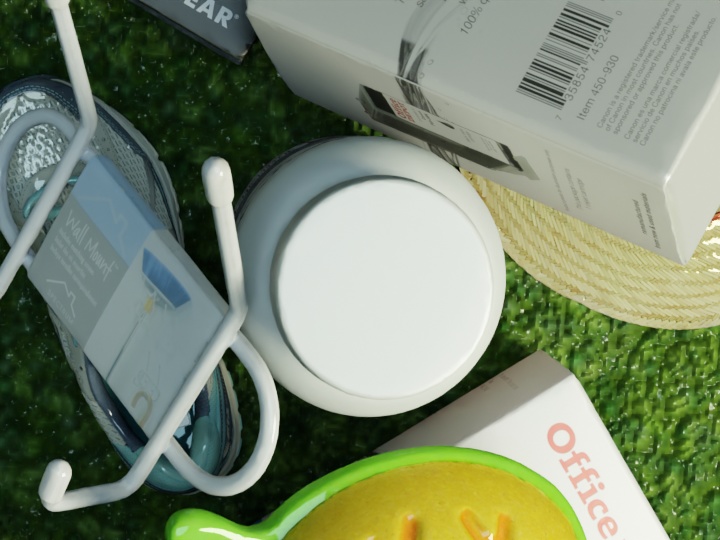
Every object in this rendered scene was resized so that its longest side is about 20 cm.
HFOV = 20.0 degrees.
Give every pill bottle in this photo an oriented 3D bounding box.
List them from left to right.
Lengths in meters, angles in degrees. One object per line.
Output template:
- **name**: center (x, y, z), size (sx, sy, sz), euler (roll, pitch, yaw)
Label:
- **pill bottle**: center (0.000, 0.000, 0.838), size (0.110, 0.200, 0.112), euler (0, 94, -5)

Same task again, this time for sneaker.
- **sneaker**: center (-0.104, 0.006, 0.887), size (0.077, 0.086, 0.201), euler (-26, 95, -2)

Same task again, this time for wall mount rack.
- **wall mount rack**: center (-0.100, -0.011, 0.784), size (0.200, 0.074, 0.174), euler (48, 121, 29)

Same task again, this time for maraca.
- **maraca**: center (0.000, 0.138, 0.799), size (0.199, 0.107, 0.138), euler (-7, 105, -19)

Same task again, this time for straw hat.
- **straw hat**: center (0.145, -0.064, 0.903), size (0.199, 0.085, 0.203), euler (0, 93, -4)

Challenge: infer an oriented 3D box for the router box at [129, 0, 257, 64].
- **router box**: center (-0.098, -0.208, 0.893), size (0.199, 0.052, 0.158), euler (29, 90, -5)

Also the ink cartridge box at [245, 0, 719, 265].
- **ink cartridge box**: center (0.076, -0.114, 0.843), size (0.199, 0.083, 0.147), euler (26, 76, 24)

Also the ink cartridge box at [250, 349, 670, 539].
- **ink cartridge box**: center (0.039, 0.151, 0.908), size (0.199, 0.086, 0.147), euler (-31, 95, -1)
